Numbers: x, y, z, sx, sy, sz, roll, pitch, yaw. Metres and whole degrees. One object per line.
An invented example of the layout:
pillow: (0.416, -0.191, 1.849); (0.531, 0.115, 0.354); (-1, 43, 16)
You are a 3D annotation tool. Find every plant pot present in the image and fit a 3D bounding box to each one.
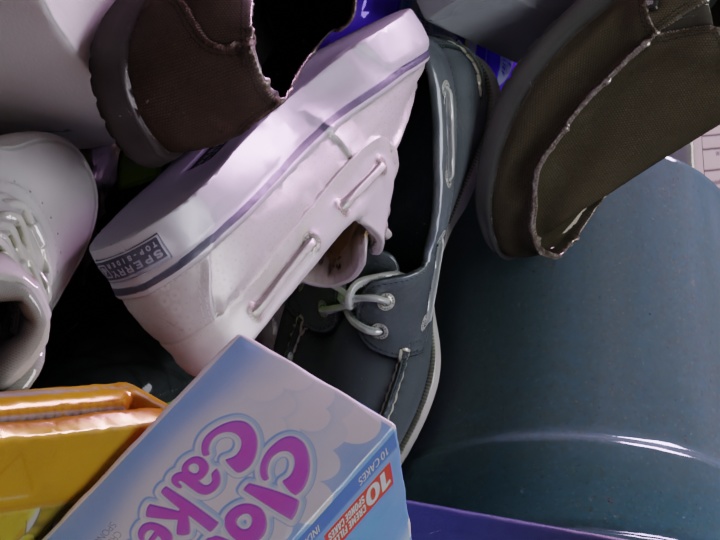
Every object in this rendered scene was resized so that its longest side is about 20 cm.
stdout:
plant pot: (0.088, 0.062, 1.133); (0.200, 0.199, 0.197); (41, 44, -51)

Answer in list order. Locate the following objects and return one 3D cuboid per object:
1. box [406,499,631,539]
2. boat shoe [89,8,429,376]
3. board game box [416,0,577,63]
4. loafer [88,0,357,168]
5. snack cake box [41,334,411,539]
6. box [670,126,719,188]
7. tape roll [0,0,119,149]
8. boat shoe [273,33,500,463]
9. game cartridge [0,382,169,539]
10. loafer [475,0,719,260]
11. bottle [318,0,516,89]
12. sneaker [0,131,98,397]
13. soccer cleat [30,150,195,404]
box: (0.042, 0.122, 0.989); (0.121, 0.199, 0.033); (110, -9, -68)
boat shoe: (-0.021, -0.028, 0.948); (0.070, 0.071, 0.200); (59, 35, -13)
board game box: (0.048, -0.187, 1.118); (0.147, 0.064, 0.201); (16, 46, -60)
loafer: (-0.022, -0.108, 0.920); (0.073, 0.071, 0.201); (62, 38, -35)
snack cake box: (-0.068, 0.132, 0.808); (0.200, 0.067, 0.115); (-48, 150, -25)
box: (0.145, 0.026, 1.298); (0.128, 0.108, 0.202); (-8, 94, -61)
tape roll: (-0.096, -0.147, 0.936); (0.202, 0.070, 0.204); (11, 77, -60)
boat shoe: (0.000, 0.000, 1.046); (0.062, 0.072, 0.201); (27, 81, -67)
game cartridge: (-0.141, 0.132, 0.784); (0.176, 0.032, 0.201); (-2, 115, -60)
loafer: (0.120, -0.083, 1.053); (0.201, 0.070, 0.075); (-55, 151, 0)
bottle: (0.027, -0.102, 1.149); (0.200, 0.065, 0.084); (27, 59, -56)
sneaker: (-0.125, 0.014, 0.836); (0.078, 0.099, 0.200); (61, 37, -20)
soccer cleat: (-0.076, -0.001, 0.968); (0.081, 0.067, 0.200); (69, 27, -18)
